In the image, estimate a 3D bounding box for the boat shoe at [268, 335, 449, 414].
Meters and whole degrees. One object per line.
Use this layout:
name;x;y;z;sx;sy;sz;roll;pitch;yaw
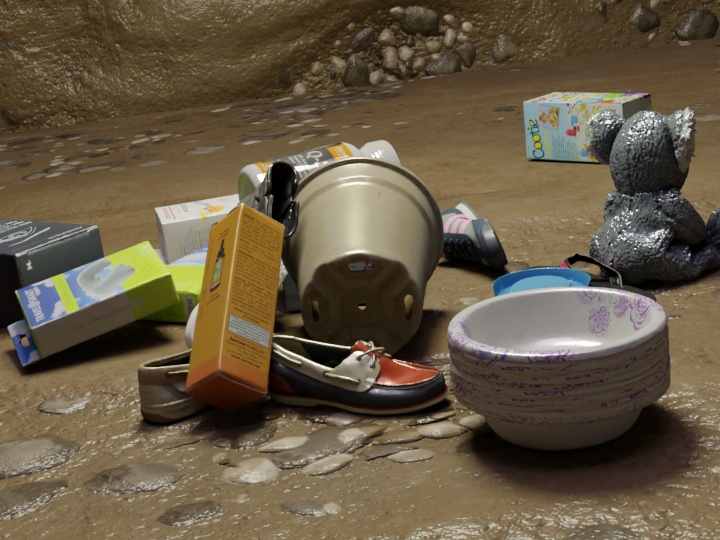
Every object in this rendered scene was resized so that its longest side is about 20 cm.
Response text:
boat shoe;-0.007;0.101;1.316;0.197;0.064;0.071;2;16;25

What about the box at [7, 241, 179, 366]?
box;-0.330;0.037;1.593;0.198;0.048;0.122;-22;28;-15

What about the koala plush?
koala plush;0.355;-0.100;1.598;0.182;0.203;0.176;-21;21;-40

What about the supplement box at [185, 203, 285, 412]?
supplement box;-0.126;0.036;1.349;0.068;0.203;0.066;24;-35;-32

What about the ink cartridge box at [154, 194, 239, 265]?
ink cartridge box;-0.243;-0.061;1.971;0.197;0.069;0.115;-11;16;-12

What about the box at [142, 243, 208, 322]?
box;-0.204;0.013;1.733;0.120;0.048;0.200;2;19;29

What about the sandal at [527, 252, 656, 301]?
sandal;0.270;0.009;1.541;0.074;0.046;0.199;-16;18;-27

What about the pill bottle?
pill bottle;-0.049;-0.100;1.691;0.197;0.118;0.116;-16;18;-20

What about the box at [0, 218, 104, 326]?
box;-0.464;0.001;1.786;0.198;0.106;0.147;6;20;38

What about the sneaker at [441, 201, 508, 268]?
sneaker;0.135;-0.033;1.741;0.081;0.071;0.200;-26;15;-5

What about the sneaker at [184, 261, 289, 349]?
sneaker;-0.158;0.050;1.564;0.104;0.075;0.201;-39;12;45

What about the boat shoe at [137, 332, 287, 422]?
boat shoe;-0.148;0.096;1.386;0.198;0.066;0.072;-20;20;-39

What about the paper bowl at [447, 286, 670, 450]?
paper bowl;0.180;0.090;1.190;0.197;0.106;0.201;-7;15;2

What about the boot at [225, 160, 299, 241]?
boot;-0.113;-0.013;1.470;0.069;0.203;0.132;7;-27;-27

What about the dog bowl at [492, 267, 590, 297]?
dog bowl;0.191;0.049;1.433;0.110;0.050;0.200;-2;17;18

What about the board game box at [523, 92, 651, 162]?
board game box;0.395;-0.250;2.282;0.198;0.107;0.102;8;21;40

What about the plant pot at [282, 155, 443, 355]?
plant pot;0.000;0.000;1.473;0.197;0.203;0.184;-6;26;3

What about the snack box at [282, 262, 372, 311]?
snack box;-0.008;-0.014;1.708;0.166;0.069;0.200;-7;14;7
